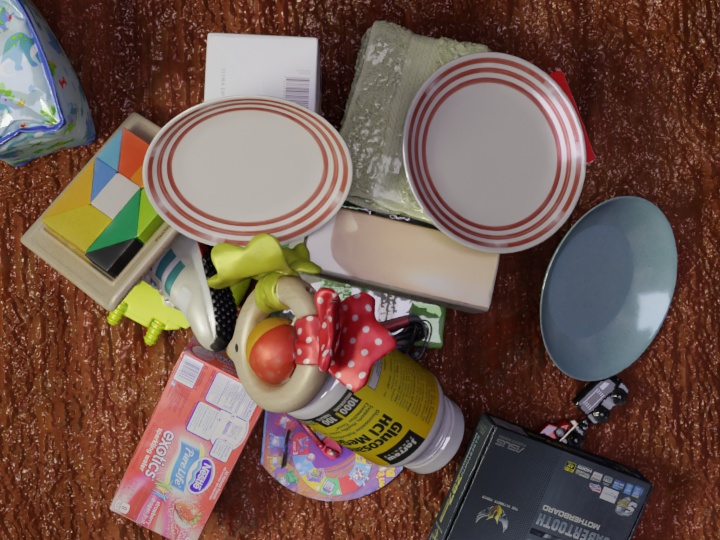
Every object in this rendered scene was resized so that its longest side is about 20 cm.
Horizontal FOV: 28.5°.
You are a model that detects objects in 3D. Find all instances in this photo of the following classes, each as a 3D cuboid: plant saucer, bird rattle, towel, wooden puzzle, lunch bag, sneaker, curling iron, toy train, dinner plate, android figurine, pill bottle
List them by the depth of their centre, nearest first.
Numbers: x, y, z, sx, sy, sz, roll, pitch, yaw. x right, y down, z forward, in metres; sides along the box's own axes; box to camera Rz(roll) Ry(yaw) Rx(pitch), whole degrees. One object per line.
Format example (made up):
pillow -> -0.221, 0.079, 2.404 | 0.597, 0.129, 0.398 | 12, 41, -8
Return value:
dinner plate -> -0.106, -0.095, 1.340 | 0.198, 0.201, 0.024 | -7, 49, -1
bird rattle -> -0.060, 0.060, 1.349 | 0.200, 0.112, 0.164 | 43, 120, 30
dinner plate -> 0.133, -0.117, 1.424 | 0.198, 0.024, 0.203 | 2, 83, -17
pill bottle -> 0.013, 0.131, 1.439 | 0.199, 0.112, 0.113 | 34, 89, -37
wooden puzzle -> -0.247, -0.069, 1.449 | 0.199, 0.037, 0.185 | 30, 76, 44
sneaker -> -0.193, 0.005, 1.454 | 0.093, 0.070, 0.201 | -25, 65, 9
lunch bag -> -0.364, -0.218, 1.458 | 0.126, 0.170, 0.202 | -16, 91, -1
towel -> 0.051, -0.153, 1.460 | 0.147, 0.037, 0.202 | 14, 79, 7
plant saucer -> 0.253, 0.016, 1.497 | 0.199, 0.039, 0.203 | -13, 112, -33
curling iron -> -0.020, 0.086, 1.501 | 0.198, 0.026, 0.050 | -11, 87, 3
android figurine -> -0.202, -0.020, 1.524 | 0.181, 0.041, 0.201 | 30, 88, -1
towel -> 0.000, 0.000, 1.531 | 0.198, 0.031, 0.151 | 9, 87, -3
toy train -> 0.209, 0.186, 1.531 | 0.200, 0.034, 0.046 | -45, 88, -1

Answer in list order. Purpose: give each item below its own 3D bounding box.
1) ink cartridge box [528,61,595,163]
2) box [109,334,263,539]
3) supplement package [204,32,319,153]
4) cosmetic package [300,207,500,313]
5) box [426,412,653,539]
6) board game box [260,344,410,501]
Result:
ink cartridge box -> 0.142, -0.143, 1.505 | 0.198, 0.067, 0.117 | -19, 77, -1
box -> -0.168, 0.170, 1.468 | 0.102, 0.095, 0.201 | 26, 109, -1
supplement package -> -0.096, -0.168, 1.445 | 0.108, 0.200, 0.115 | 3, 89, 0
cosmetic package -> 0.038, -0.012, 1.469 | 0.198, 0.105, 0.072 | 13, 86, -5
box -> 0.188, 0.258, 1.493 | 0.198, 0.051, 0.159 | 22, 98, -14
board game box -> -0.026, 0.150, 1.524 | 0.156, 0.039, 0.203 | 5, 90, -1
